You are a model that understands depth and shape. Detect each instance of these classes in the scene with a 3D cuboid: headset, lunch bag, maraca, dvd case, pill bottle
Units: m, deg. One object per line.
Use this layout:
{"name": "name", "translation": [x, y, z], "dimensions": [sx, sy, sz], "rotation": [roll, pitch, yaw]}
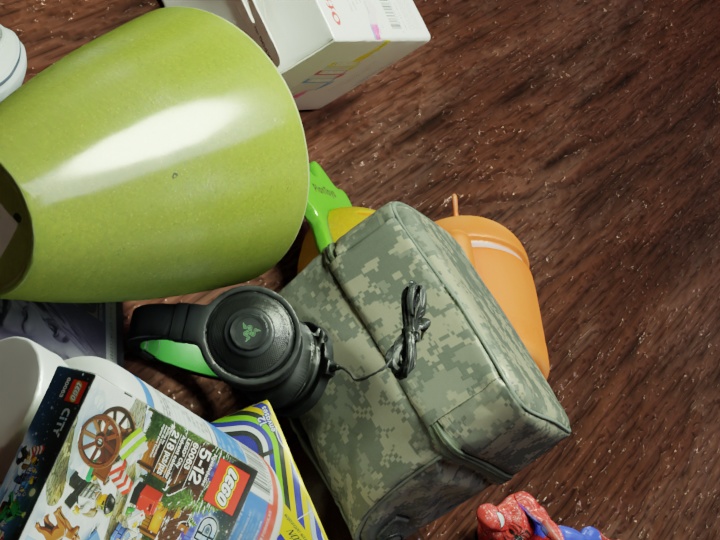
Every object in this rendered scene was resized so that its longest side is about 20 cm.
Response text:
{"name": "headset", "translation": [-0.055, 0.041, 1.491], "dimensions": [0.124, 0.200, 0.094], "rotation": [40, 60, -63]}
{"name": "lunch bag", "translation": [0.023, 0.075, 1.572], "dimensions": [0.200, 0.168, 0.139], "rotation": [58, 11, 25]}
{"name": "maraca", "translation": [0.000, 0.000, 1.732], "dimensions": [0.200, 0.107, 0.137], "rotation": [61, 12, 13]}
{"name": "dvd case", "translation": [-0.221, 0.014, 1.430], "dimensions": [0.200, 0.016, 0.149], "rotation": [37, 35, -40]}
{"name": "pill bottle", "translation": [-0.149, 0.119, 1.347], "dimensions": [0.200, 0.112, 0.112], "rotation": [36, 35, -38]}

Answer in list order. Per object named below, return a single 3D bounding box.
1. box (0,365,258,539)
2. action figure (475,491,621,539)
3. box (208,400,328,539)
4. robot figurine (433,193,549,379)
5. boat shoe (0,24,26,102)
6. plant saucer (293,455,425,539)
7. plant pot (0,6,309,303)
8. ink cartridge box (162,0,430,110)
{"name": "box", "translation": [-0.151, 0.171, 1.250], "dimensions": [0.137, 0.038, 0.200], "rotation": [35, 73, -40]}
{"name": "action figure", "translation": [0.162, 0.237, 1.817], "dimensions": [0.200, 0.065, 0.099], "rotation": [30, 23, -45]}
{"name": "box", "translation": [-0.052, 0.191, 1.471], "dimensions": [0.070, 0.064, 0.200], "rotation": [109, -43, -75]}
{"name": "robot figurine", "translation": [0.088, 0.041, 1.839], "dimensions": [0.144, 0.117, 0.200], "rotation": [26, 43, -38]}
{"name": "boat shoe", "translation": [-0.264, -0.126, 1.408], "dimensions": [0.200, 0.074, 0.067], "rotation": [-59, 153, -60]}
{"name": "plant saucer", "translation": [0.005, 0.217, 1.605], "dimensions": [0.200, 0.037, 0.200], "rotation": [42, 31, -33]}
{"name": "plant pot", "translation": [-0.165, -0.053, 1.409], "dimensions": [0.200, 0.187, 0.187], "rotation": [-25, 86, -49]}
{"name": "ink cartridge box", "translation": [-0.060, -0.210, 1.811], "dimensions": [0.200, 0.125, 0.129], "rotation": [-10, 72, -62]}
